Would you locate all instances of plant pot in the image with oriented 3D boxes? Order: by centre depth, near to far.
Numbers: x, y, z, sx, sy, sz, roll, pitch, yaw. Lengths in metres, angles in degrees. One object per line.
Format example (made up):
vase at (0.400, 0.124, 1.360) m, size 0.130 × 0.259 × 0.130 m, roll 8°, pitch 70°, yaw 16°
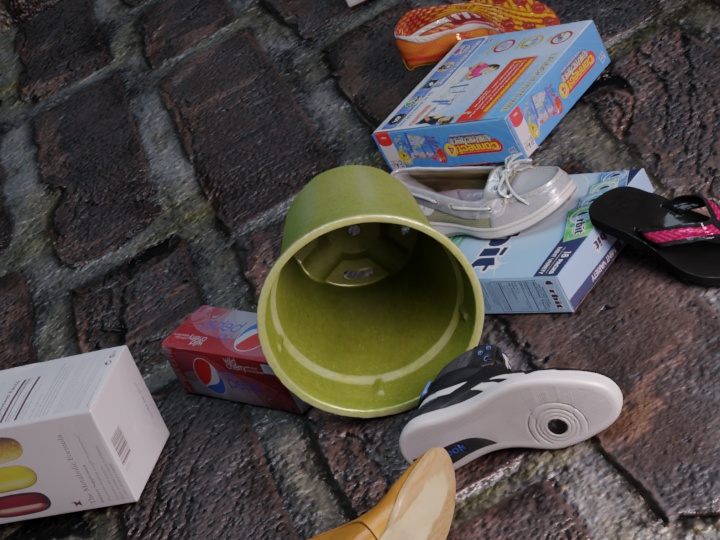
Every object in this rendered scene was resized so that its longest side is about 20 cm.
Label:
plant pot at (0.000, 0.000, 1.804) m, size 0.200 × 0.201 × 0.184 m, roll -25°, pitch 28°, yaw 7°

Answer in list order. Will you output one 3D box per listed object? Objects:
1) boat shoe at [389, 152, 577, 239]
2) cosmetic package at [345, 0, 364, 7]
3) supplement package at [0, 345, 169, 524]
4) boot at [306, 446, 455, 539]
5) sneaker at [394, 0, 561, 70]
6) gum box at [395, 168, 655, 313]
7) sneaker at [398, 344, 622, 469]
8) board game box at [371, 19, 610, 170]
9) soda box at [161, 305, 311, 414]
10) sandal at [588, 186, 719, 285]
boat shoe at (0.114, -0.075, 1.895) m, size 0.202 × 0.065 × 0.074 m, roll -2°, pitch 35°, yaw 45°
cosmetic package at (0.016, -0.510, 2.783) m, size 0.164 × 0.200 × 0.165 m, roll -22°, pitch 24°, yaw 13°
supplement package at (-0.306, 0.163, 1.911) m, size 0.199 × 0.114 × 0.110 m, roll -12°, pitch 28°, yaw 21°
boot at (-0.017, 0.218, 1.568) m, size 0.144 × 0.071 × 0.201 m, roll -6°, pitch 38°, yaw 35°
sneaker at (0.142, -0.281, 2.372) m, size 0.199 × 0.077 × 0.073 m, roll -2°, pitch 50°, yaw 16°
gum box at (0.157, -0.026, 1.888) m, size 0.200 × 0.045 × 0.170 m, roll -1°, pitch 36°, yaw 44°
sneaker at (0.129, 0.095, 1.649) m, size 0.199 × 0.073 × 0.112 m, roll -17°, pitch 28°, yaw 28°
board game box at (0.146, -0.193, 2.208) m, size 0.195 × 0.056 × 0.200 m, roll -2°, pitch 35°, yaw 44°
soda box at (-0.107, 0.084, 1.932) m, size 0.070 × 0.064 × 0.200 m, roll -43°, pitch 29°, yaw -28°
sandal at (0.279, -0.040, 1.743) m, size 0.075 × 0.045 × 0.200 m, roll -38°, pitch 42°, yaw -28°
